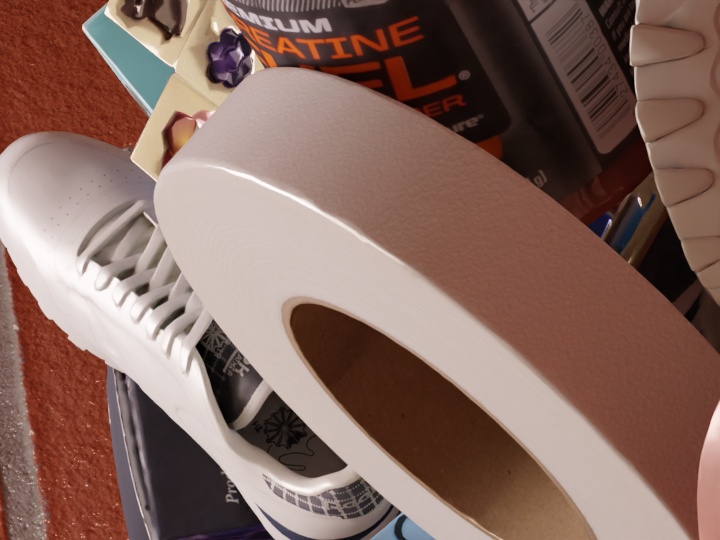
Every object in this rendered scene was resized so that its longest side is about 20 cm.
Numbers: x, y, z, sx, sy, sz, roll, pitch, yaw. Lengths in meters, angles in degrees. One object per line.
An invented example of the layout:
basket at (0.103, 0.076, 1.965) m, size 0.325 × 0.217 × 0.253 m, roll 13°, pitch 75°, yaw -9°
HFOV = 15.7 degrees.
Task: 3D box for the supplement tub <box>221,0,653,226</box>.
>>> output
supplement tub at (0.005, -0.101, 0.654) m, size 0.200 × 0.107 × 0.107 m, roll 56°, pitch -168°, yaw -41°

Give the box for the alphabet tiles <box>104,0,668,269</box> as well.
alphabet tiles at (0.012, -0.066, 0.780) m, size 0.200 × 0.006 × 0.167 m, roll 39°, pitch 113°, yaw 24°

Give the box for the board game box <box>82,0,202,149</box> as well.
board game box at (0.000, 0.000, 0.886) m, size 0.200 × 0.047 × 0.151 m, roll 50°, pitch 178°, yaw 23°

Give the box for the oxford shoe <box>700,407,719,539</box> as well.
oxford shoe at (0.124, 0.097, 0.588) m, size 0.074 × 0.071 × 0.201 m, roll 34°, pitch 156°, yaw 39°

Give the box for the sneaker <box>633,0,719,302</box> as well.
sneaker at (0.097, -0.083, 0.621) m, size 0.081 × 0.076 × 0.201 m, roll 67°, pitch -161°, yaw -82°

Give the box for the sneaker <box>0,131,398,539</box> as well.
sneaker at (-0.059, 0.015, 0.937) m, size 0.200 × 0.076 × 0.081 m, roll 42°, pitch 172°, yaw 14°

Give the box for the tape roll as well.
tape roll at (0.031, 0.031, 0.678) m, size 0.202 × 0.037 × 0.203 m, roll 37°, pitch 163°, yaw 13°

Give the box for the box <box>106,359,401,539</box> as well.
box at (0.001, 0.059, 1.050) m, size 0.148 × 0.199 × 0.105 m, roll 104°, pitch 155°, yaw -73°

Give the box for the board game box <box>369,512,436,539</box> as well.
board game box at (0.006, 0.162, 0.749) m, size 0.200 × 0.104 × 0.103 m, roll -32°, pitch -36°, yaw -58°

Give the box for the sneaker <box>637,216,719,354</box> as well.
sneaker at (0.077, 0.007, 0.839) m, size 0.201 × 0.084 × 0.075 m, roll 89°, pitch 170°, yaw -48°
